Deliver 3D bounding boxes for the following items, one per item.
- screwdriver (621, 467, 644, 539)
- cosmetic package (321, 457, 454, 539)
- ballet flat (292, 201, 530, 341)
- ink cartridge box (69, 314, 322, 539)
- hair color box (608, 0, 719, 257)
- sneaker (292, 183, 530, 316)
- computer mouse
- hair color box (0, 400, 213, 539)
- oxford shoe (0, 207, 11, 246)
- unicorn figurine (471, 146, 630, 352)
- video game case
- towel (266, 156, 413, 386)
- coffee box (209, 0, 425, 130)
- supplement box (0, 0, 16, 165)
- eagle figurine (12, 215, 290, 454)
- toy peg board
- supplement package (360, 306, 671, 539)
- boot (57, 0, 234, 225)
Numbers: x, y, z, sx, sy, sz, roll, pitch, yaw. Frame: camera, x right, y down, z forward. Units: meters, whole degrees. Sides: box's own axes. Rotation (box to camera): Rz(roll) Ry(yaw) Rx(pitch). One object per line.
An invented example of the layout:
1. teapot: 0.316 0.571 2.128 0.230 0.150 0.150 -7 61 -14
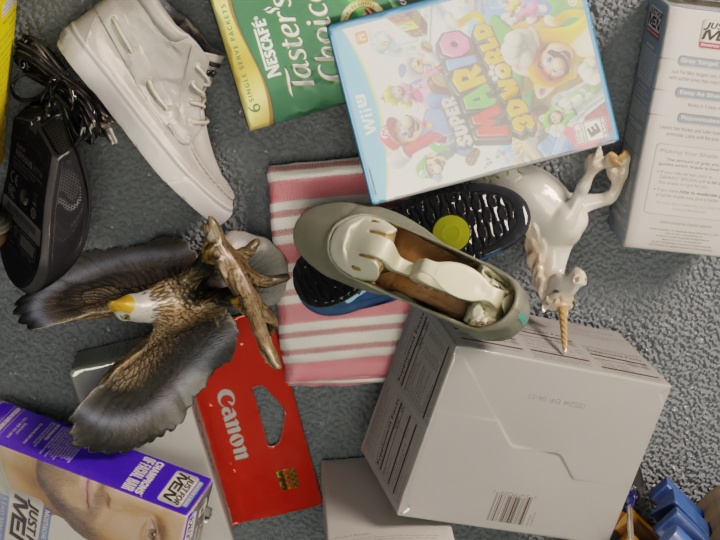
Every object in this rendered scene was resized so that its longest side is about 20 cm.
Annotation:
1. screwdriver: 0.222 0.205 1.348 0.029 0.200 0.028 19 109 7
2. cosmetic package: 0.023 0.233 1.342 0.107 0.200 0.085 -3 108 -1
3. ballet flat: 0.037 -0.007 1.227 0.199 0.064 0.068 24 83 13
4. ink cartridge box: -0.137 0.147 1.384 0.173 0.044 0.201 -13 110 2
5. hair color box: 0.272 -0.117 1.309 0.098 0.061 0.201 6 110 -6
6. sneaker: 0.042 -0.016 1.299 0.199 0.078 0.066 -21 76 8
7. computer mouse: -0.237 -0.072 1.269 0.053 0.138 0.201 -8 128 -38
8. hair color box: -0.232 0.199 1.347 0.199 0.065 0.110 18 117 8
9. oxford shoe: -0.371 -0.012 1.299 0.199 0.073 0.085 -8 113 12
10. unicorn figurine: 0.151 -0.058 1.308 0.200 0.074 0.137 46 116 13
11. video game case: 0.087 -0.144 1.245 0.199 0.018 0.144 -14 98 2
12. towel: 0.000 0.000 1.351 0.146 0.030 0.201 -4 108 -1
13. coffee box: -0.011 -0.195 1.269 0.199 0.044 0.123 -14 110 1
14. supplement box: -0.323 -0.171 1.221 0.108 0.110 0.201 7 108 -6
15. eagle figurine: -0.163 0.037 1.288 0.200 0.152 0.151 -31 129 32
16. toy peg board: 0.223 0.258 1.376 0.098 0.200 0.199 43 102 -2
17. supplement package: 0.126 0.124 1.337 0.199 0.111 0.156 12 109 -21
18. boot: -0.141 -0.134 1.268 0.095 0.074 0.200 -37 113 5
